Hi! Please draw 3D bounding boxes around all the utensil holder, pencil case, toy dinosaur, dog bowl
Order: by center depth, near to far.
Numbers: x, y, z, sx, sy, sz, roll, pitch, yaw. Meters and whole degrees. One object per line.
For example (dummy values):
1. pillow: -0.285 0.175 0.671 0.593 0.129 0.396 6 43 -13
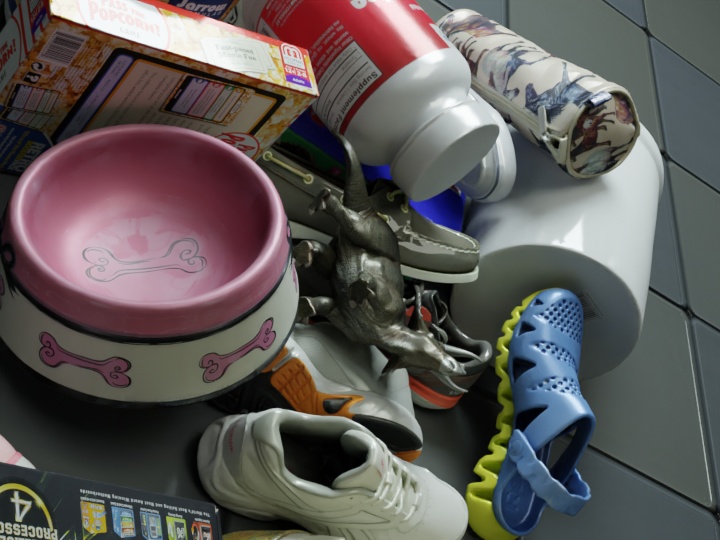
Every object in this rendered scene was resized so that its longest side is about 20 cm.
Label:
1. dog bowl: -0.133 -0.013 0.767 0.200 0.074 0.200 6 46 -7
2. toy dinosaur: 0.000 0.000 0.861 0.102 0.077 0.200 23 40 -56
3. pencil case: 0.133 -0.150 1.019 0.089 0.078 0.200 -7 33 -39
4. utensil holder: 0.169 -0.027 1.060 0.170 0.170 0.200 36 43 -15

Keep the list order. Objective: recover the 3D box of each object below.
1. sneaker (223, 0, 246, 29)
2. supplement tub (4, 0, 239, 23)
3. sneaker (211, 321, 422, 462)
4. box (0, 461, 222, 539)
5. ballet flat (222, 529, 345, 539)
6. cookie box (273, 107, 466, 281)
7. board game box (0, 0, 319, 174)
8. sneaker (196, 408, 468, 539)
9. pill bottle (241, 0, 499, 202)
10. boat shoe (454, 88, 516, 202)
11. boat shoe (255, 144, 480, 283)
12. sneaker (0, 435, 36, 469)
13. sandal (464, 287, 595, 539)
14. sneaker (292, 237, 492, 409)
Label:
1. sneaker: -0.125 -0.272 1.039 0.200 0.075 0.115 38 37 10
2. supplement tub: -0.155 -0.228 0.889 0.144 0.200 0.144 25 44 -27
3. sneaker: -0.042 0.065 0.866 0.200 0.076 0.092 36 32 -27
4. box: -0.138 0.188 0.615 0.200 0.049 0.161 30 46 -54
5. ballet flat: -0.007 0.201 0.777 0.200 0.071 0.071 25 44 -26
6. cookie box: -0.006 -0.110 1.033 0.200 0.075 0.171 33 41 -19
7. board game box: -0.153 -0.113 0.836 0.200 0.151 0.046 12 51 -38
8. sneaker: -0.002 0.142 0.799 0.200 0.099 0.078 21 60 -26
9. pill bottle: 0.009 -0.153 0.921 0.112 0.112 0.200 -20 67 -50
10. boat shoe: 0.052 -0.135 1.001 0.065 0.074 0.200 -8 55 -41
11. boat shoe: 0.002 -0.043 0.931 0.202 0.060 0.072 18 14 -8
12. sneaker: -0.251 0.125 0.601 0.105 0.075 0.200 48 30 -7
13. sandal: 0.145 0.109 0.926 0.079 0.087 0.200 21 73 -36
14. sneaker: 0.020 0.023 0.939 0.200 0.082 0.077 35 40 -17
